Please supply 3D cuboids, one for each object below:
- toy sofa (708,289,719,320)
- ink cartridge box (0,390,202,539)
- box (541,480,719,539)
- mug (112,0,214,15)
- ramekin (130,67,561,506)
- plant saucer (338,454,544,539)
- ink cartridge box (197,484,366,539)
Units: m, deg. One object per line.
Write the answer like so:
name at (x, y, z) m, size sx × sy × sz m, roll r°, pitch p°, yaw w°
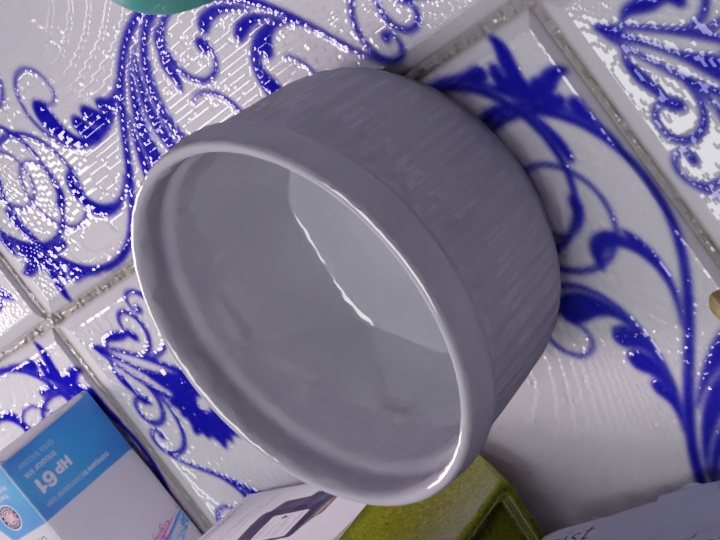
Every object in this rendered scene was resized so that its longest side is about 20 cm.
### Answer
toy sofa at (0.187, -0.057, 0.777) m, size 0.083 × 0.097 × 0.201 m, roll 45°, pitch 152°, yaw 48°
ink cartridge box at (-0.167, 0.195, 1.345) m, size 0.200 × 0.085 × 0.144 m, roll 50°, pitch 143°, yaw -5°
box at (0.133, 0.177, 0.921) m, size 0.200 × 0.176 × 0.097 m, roll -23°, pitch 101°, yaw 41°
mug at (-0.048, -0.198, 0.804) m, size 0.114 × 0.152 × 0.186 m, roll 7°, pitch 109°, yaw -9°
ramekin at (0.000, 0.000, 0.984) m, size 0.200 × 0.105 × 0.201 m, roll 27°, pitch 139°, yaw 26°
plant saucer at (0.063, 0.200, 1.030) m, size 0.048 × 0.200 × 0.200 m, roll -25°, pitch 104°, yaw 39°
ink cartridge box at (-0.003, 0.195, 1.165) m, size 0.145 × 0.084 × 0.200 m, roll 56°, pitch 149°, yaw -9°
